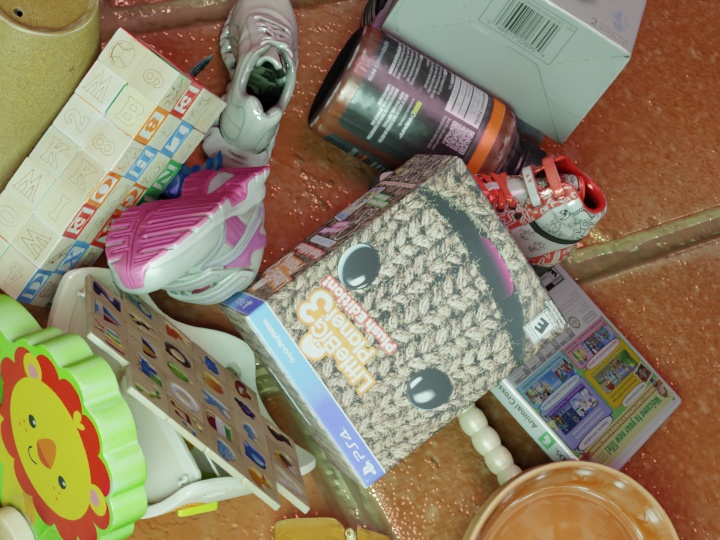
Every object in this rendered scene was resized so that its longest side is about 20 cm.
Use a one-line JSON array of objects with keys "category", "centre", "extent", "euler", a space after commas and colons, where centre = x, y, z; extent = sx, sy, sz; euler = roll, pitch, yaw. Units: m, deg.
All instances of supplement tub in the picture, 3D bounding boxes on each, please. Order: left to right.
[{"category": "supplement tub", "centre": [0.061, -0.120, 1.533], "extent": [0.199, 0.107, 0.107], "euler": [30, 50, -10]}]

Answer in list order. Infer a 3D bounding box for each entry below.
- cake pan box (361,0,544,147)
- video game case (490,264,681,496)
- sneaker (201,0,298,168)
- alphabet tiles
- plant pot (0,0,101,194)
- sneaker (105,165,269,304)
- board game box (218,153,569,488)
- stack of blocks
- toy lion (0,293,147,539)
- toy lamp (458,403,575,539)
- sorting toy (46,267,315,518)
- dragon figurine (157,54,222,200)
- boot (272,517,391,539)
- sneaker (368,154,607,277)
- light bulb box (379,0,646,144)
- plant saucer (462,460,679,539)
[{"category": "cake pan box", "centre": [0.098, -0.206, 1.648], "extent": [0.199, 0.052, 0.185], "euler": [30, 47, -9]}, {"category": "video game case", "centre": [0.171, 0.081, 1.483], "extent": [0.182, 0.022, 0.200], "euler": [48, 33, 7]}, {"category": "sneaker", "centre": [-0.081, -0.177, 1.508], "extent": [0.075, 0.081, 0.201], "euler": [18, 51, -16]}, {"category": "alphabet tiles", "centre": [-0.111, 0.083, 1.203], "extent": [0.200, 0.006, 0.167], "euler": [42, 10, -22]}, {"category": "plant pot", "centre": [-0.267, -0.152, 1.307], "extent": [0.185, 0.200, 0.187], "euler": [15, 52, -20]}, {"category": "sneaker", "centre": [-0.116, -0.014, 1.301], "extent": [0.200, 0.081, 0.089], "euler": [-37, 122, -60]}, {"category": "board game box", "centre": [0.025, 0.034, 1.331], "extent": [0.200, 0.097, 0.160], "euler": [-38, 103, -10]}, {"category": "stack of blocks", "centre": [-0.194, -0.070, 1.300], "extent": [0.058, 0.115, 0.200], "euler": [37, 93, 13]}, {"category": "toy lion", "centre": [-0.214, 0.100, 1.174], "extent": [0.068, 0.192, 0.201], "euler": [-20, 70, -37]}, {"category": "toy lamp", "centre": [0.107, 0.148, 1.415], "extent": [0.058, 0.058, 0.200], "euler": [-23, 70, -38]}, {"category": "sorting toy", "centre": [-0.122, 0.104, 1.293], "extent": [0.179, 0.107, 0.200], "euler": [0, 48, -44]}, {"category": "dragon figurine", "centre": [-0.149, -0.076, 1.414], "extent": [0.099, 0.059, 0.200], "euler": [36, 53, -6]}, {"category": "boot", "centre": [-0.054, 0.244, 1.259], "extent": [0.200, 0.071, 0.145], "euler": [8, 50, -29]}, {"category": "sneaker", "centre": [0.111, -0.064, 1.454], "extent": [0.201, 0.108, 0.068], "euler": [20, 43, -34]}, {"category": "light bulb box", "centre": [0.148, -0.256, 1.584], "extent": [0.198, 0.125, 0.200], "euler": [31, 43, -8]}, {"category": "plant saucer", "centre": [0.159, 0.247, 1.352], "extent": [0.199, 0.032, 0.202], "euler": [3, 82, -22]}]
